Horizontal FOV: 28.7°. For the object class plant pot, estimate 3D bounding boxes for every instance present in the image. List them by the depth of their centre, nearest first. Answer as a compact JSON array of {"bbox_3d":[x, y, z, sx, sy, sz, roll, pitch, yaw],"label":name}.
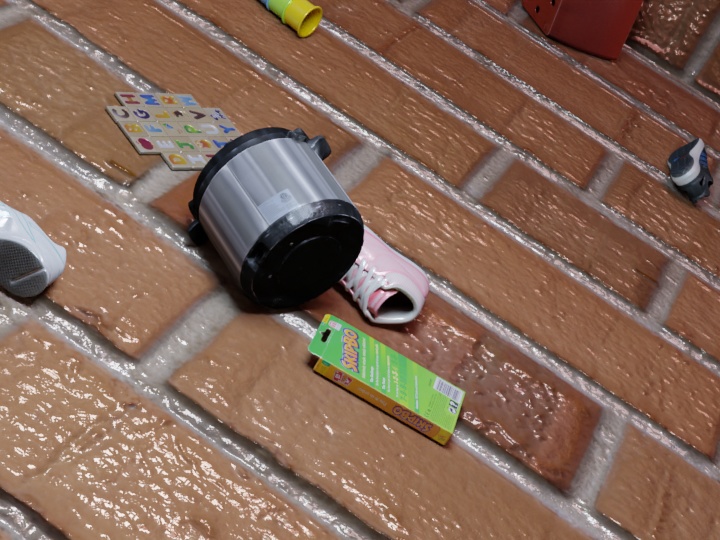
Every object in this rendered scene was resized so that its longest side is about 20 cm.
[{"bbox_3d":[0.456,-0.577,2.946,0.175,0.201,0.201,-3,42,-27],"label":"plant pot"}]

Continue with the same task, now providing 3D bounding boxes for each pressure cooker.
[{"bbox_3d":[-0.107,-0.078,1.729,0.175,0.179,0.200,-9,50,-39],"label":"pressure cooker"}]

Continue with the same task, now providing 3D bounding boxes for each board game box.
[{"bbox_3d":[0.029,0.129,1.698,0.199,0.030,0.096,32,30,-2],"label":"board game box"}]

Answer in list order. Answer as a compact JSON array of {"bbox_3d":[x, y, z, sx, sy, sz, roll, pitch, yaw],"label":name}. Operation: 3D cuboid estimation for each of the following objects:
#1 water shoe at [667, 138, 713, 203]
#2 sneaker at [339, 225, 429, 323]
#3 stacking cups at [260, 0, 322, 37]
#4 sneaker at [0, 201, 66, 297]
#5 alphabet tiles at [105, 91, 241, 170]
[{"bbox_3d":[0.621,-0.183,2.640,0.079,0.071,0.200,56,27,-11],"label":"water shoe"},{"bbox_3d":[0.000,0.000,1.810,0.199,0.076,0.105,30,25,-9],"label":"sneaker"},{"bbox_3d":[-0.156,-0.475,2.387,0.200,0.061,0.060,39,32,18],"label":"stacking cups"},{"bbox_3d":[-0.410,-0.048,1.548,0.200,0.071,0.080,39,22,3],"label":"sneaker"},{"bbox_3d":[-0.248,-0.194,1.949,0.199,0.006,0.167,-5,46,-44],"label":"alphabet tiles"}]
